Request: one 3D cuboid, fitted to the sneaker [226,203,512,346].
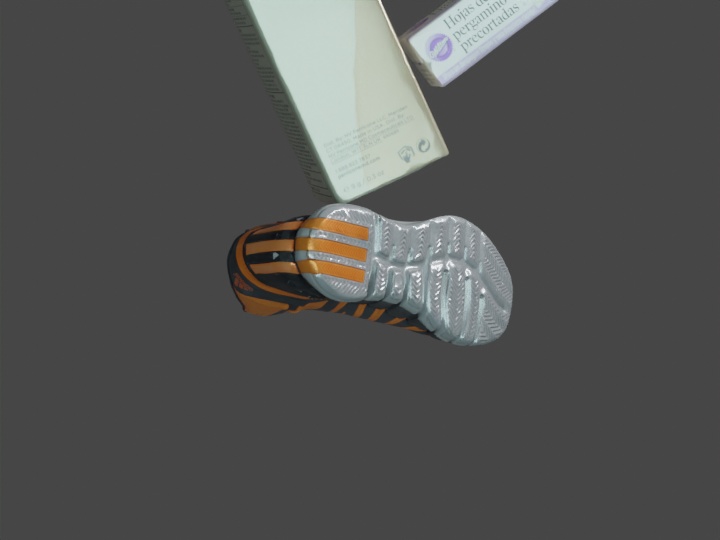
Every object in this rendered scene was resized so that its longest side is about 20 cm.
[{"bbox_3d":[0.000,0.000,1.518,0.200,0.112,0.078,20,73,-43],"label":"sneaker"}]

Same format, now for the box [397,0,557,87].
[{"bbox_3d":[0.115,-0.189,1.533,0.200,0.041,0.039,-37,99,-3],"label":"box"}]

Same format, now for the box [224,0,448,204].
[{"bbox_3d":[-0.028,-0.146,1.487,0.078,0.095,0.200,-26,101,-7],"label":"box"}]
